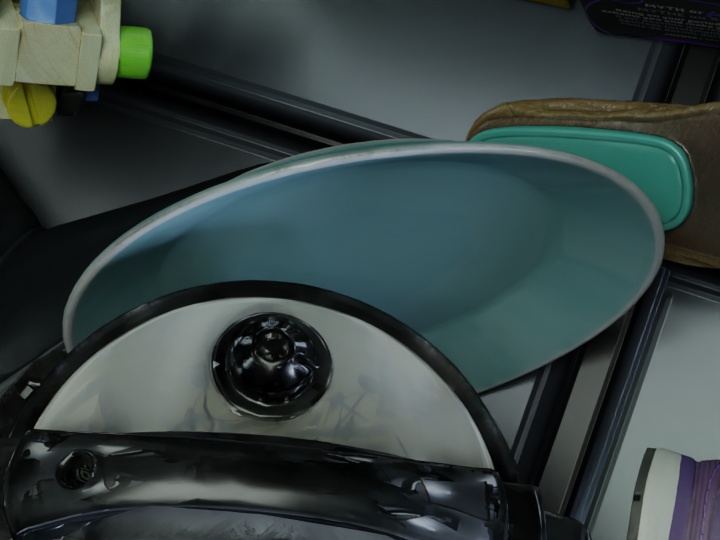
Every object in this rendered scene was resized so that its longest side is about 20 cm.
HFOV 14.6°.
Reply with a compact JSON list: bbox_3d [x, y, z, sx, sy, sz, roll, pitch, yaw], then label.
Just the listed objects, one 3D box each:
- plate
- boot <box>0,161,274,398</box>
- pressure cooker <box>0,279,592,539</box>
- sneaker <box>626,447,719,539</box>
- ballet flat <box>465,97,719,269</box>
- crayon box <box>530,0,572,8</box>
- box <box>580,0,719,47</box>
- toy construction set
[{"bbox_3d":[0.000,0.000,0.925,0.200,0.200,0.026,-15,64,9],"label":"plate"},{"bbox_3d":[-0.123,-0.022,1.013,0.200,0.076,0.168,-35,67,-7],"label":"boot"},{"bbox_3d":[-0.036,0.100,0.891,0.176,0.200,0.179,-34,71,-19],"label":"pressure cooker"},{"bbox_3d":[0.121,0.163,0.933,0.087,0.076,0.201,9,82,7],"label":"sneaker"},{"bbox_3d":[0.131,-0.029,0.951,0.200,0.072,0.068,6,107,33],"label":"ballet flat"},{"bbox_3d":[0.009,-0.150,0.946,0.118,0.200,0.058,14,84,14],"label":"crayon box"},{"bbox_3d":[0.129,-0.145,0.919,0.122,0.200,0.106,8,82,13],"label":"box"},{"bbox_3d":[-0.110,-0.126,0.989,0.092,0.200,0.131,8,116,-3],"label":"toy construction set"}]
